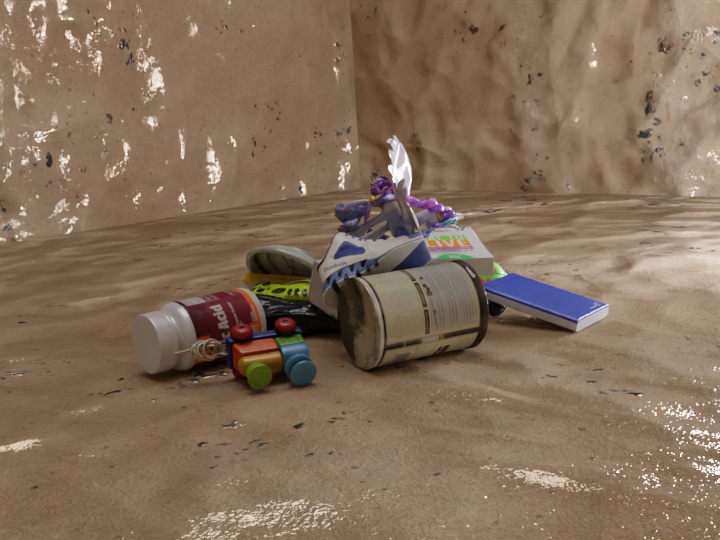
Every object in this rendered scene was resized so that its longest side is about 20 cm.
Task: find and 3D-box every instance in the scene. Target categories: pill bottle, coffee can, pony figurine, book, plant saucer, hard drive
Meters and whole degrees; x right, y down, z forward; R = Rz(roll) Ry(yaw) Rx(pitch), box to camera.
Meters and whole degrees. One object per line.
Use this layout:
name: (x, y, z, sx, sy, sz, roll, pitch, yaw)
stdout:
pill bottle: (-0.264, 0.100, 1.545, 0.199, 0.115, 0.114, -13, 14, -40)
coffee can: (0.083, 0.069, 1.504, 0.199, 0.147, 0.146, -9, 11, -26)
pony figurine: (0.059, -0.107, 1.622, 0.199, 0.193, 0.167, -19, 45, 18)
book: (0.154, -0.028, 1.690, 0.133, 0.048, 0.200, 0, 14, -5)
plant saucer: (-0.128, 0.003, 1.856, 0.199, 0.200, 0.050, 4, 56, 36)
hard drive: (0.332, 0.054, 1.709, 0.199, 0.026, 0.132, 20, 22, 34)

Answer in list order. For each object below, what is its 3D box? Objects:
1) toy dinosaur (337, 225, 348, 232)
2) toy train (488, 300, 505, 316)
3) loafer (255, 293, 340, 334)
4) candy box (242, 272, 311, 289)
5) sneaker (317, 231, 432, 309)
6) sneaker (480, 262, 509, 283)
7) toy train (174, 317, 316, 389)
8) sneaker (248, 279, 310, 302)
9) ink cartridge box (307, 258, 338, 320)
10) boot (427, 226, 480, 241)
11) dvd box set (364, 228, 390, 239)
toy dinosaur: (0.000, 0.000, 1.827, 0.106, 0.200, 0.061, -30, 42, 5)
toy train: (0.199, 0.014, 1.790, 0.200, 0.034, 0.046, 42, 38, 21)
loafer: (-0.116, 0.093, 1.705, 0.199, 0.068, 0.071, 8, 51, 14)
candy box: (-0.129, 0.048, 1.853, 0.199, 0.102, 0.026, 4, 52, 34)
sneaker: (0.009, -0.028, 1.565, 0.199, 0.081, 0.115, -26, 49, -4)
sneaker: (0.232, 0.013, 2.016, 0.199, 0.077, 0.084, 10, -2, 44)
toy train: (-0.171, 0.140, 1.418, 0.199, 0.085, 0.116, -7, 24, -20)
sneaker: (-0.154, 0.067, 1.793, 0.199, 0.084, 0.074, -1, 30, 37)
ink cartridge box: (0.029, 0.030, 1.686, 0.199, 0.084, 0.145, -12, 32, -42)
boot: (0.201, -0.015, 1.887, 0.095, 0.200, 0.074, 2, 54, 24)
dvd box set: (0.055, -0.032, 1.919, 0.146, 0.030, 0.200, 24, -10, -9)
